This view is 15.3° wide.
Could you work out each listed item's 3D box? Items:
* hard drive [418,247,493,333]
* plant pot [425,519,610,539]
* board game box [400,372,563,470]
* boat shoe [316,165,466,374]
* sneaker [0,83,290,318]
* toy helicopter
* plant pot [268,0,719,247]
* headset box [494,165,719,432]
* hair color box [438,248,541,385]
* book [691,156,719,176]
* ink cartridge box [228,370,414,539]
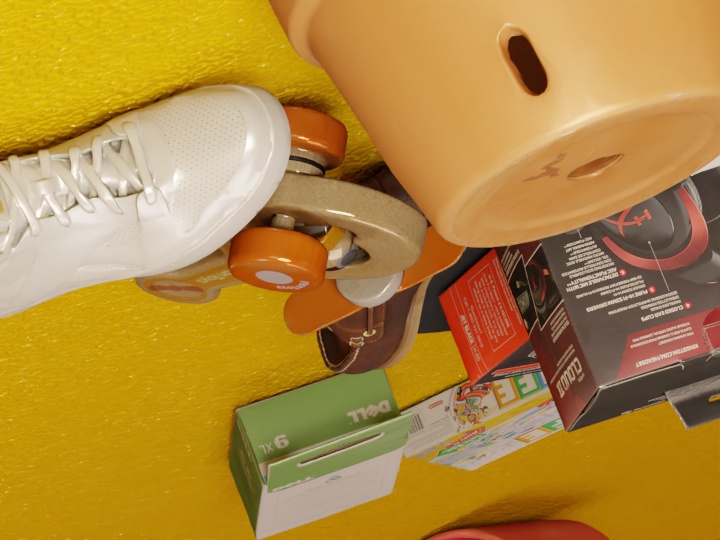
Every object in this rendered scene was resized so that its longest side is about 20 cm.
[{"bbox_3d":[0.083,-0.016,1.552,0.139,0.033,0.200,-4,156,-44],"label":"hard drive"},{"bbox_3d":[0.150,0.314,2.436,0.200,0.201,0.177,-33,168,36],"label":"plant pot"},{"bbox_3d":[0.137,0.086,1.940,0.200,0.034,0.134,-27,163,19],"label":"board game box"},{"bbox_3d":[0.000,0.000,1.448,0.070,0.070,0.200,-15,155,-22],"label":"boat shoe"},{"bbox_3d":[-0.135,-0.029,1.183,0.200,0.074,0.116,-26,166,20],"label":"sneaker"},{"bbox_3d":[-0.040,-0.010,1.335,0.132,0.079,0.200,20,159,-33],"label":"toy helicopter"},{"bbox_3d":[0.071,-0.100,1.087,0.200,0.140,0.200,-19,164,-6],"label":"plant pot"},{"bbox_3d":[0.146,-0.021,1.318,0.148,0.200,0.075,-17,163,-15],"label":"headset box"},{"bbox_3d":[0.138,-0.007,1.482,0.101,0.061,0.200,-9,159,-32],"label":"hair color box"},{"bbox_3d":[0.203,-0.115,1.193,0.200,0.048,0.134,-18,150,30],"label":"book"},{"bbox_3d":[-0.028,0.114,1.786,0.104,0.059,0.200,-18,163,-10],"label":"ink cartridge box"}]
